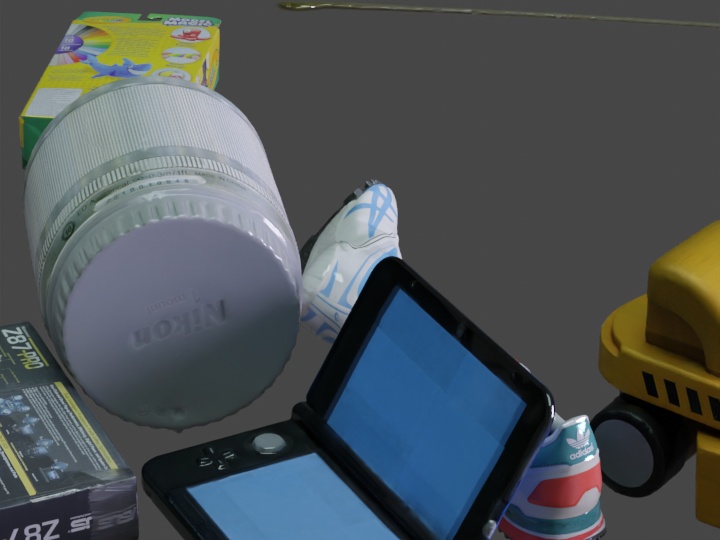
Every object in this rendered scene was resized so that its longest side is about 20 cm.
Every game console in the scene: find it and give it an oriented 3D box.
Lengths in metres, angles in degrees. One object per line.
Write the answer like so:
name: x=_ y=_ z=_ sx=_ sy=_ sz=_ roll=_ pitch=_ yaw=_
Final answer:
game console: x=-0.012 y=0.097 z=1.618 sx=0.170 sy=0.119 sz=0.200 roll=-14 pitch=31 yaw=-25

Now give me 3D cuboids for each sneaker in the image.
sneaker: x=0.000 y=0.000 z=1.867 sx=0.072 sy=0.072 sz=0.200 roll=40 pitch=21 yaw=-8
sneaker: x=0.067 y=0.082 z=1.670 sx=0.070 sy=0.094 sz=0.199 roll=-21 pitch=35 yaw=-34

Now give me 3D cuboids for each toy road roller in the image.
toy road roller: x=0.228 y=0.061 z=1.654 sx=0.199 sy=0.147 sz=0.123 roll=20 pitch=34 yaw=33

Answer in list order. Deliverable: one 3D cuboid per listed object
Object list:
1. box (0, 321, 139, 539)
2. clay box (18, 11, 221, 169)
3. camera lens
box: x=-0.235 y=0.105 z=1.675 sx=0.160 sy=0.049 sz=0.200 roll=-13 pitch=31 yaw=-20
clay box: x=-0.170 y=-0.132 z=2.114 sx=0.114 sy=0.048 sz=0.200 roll=4 pitch=27 yaw=7
camera lens: x=-0.122 y=-0.015 z=1.778 sx=0.159 sy=0.161 sz=0.200 roll=-5 pitch=29 yaw=-9
